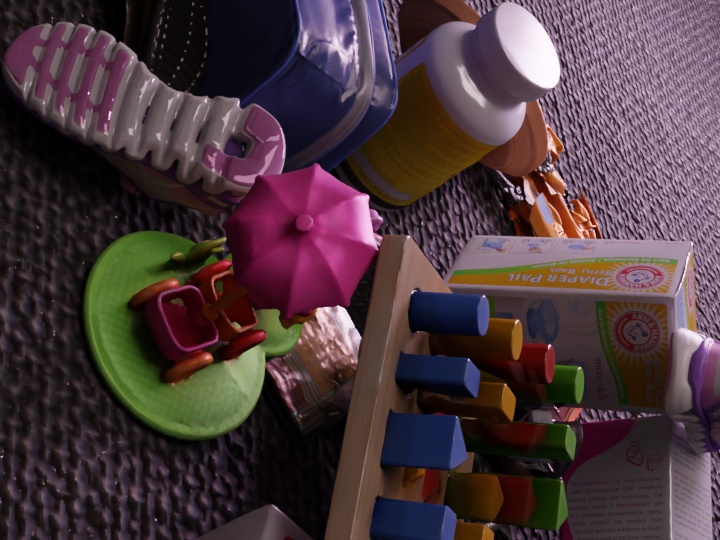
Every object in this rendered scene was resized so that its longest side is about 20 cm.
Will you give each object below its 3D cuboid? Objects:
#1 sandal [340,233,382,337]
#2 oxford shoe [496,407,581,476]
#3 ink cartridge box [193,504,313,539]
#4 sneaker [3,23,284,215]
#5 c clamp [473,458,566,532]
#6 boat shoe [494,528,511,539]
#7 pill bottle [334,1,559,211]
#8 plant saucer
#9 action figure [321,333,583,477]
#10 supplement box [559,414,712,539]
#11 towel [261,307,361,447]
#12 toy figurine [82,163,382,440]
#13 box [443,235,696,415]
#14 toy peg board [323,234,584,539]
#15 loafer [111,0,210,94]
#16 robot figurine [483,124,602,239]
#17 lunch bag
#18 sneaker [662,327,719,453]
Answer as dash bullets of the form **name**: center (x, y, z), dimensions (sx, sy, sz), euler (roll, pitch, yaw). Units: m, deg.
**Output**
- **sandal**: center (0.000, 0.000, 1.051), dimensions (0.200, 0.075, 0.045), euler (44, 5, -29)
- **oxford shoe**: center (0.162, 0.104, 1.224), dimensions (0.073, 0.071, 0.201), euler (44, 36, -15)
- **ink cartridge box**: center (-0.053, 0.262, 0.794), dimensions (0.144, 0.084, 0.201), euler (44, 34, -21)
- **sneaker**: center (-0.155, -0.094, 0.941), dimensions (0.198, 0.088, 0.081), euler (25, 61, -11)
- **c clamp**: center (0.086, 0.174, 1.030), dimensions (0.170, 0.027, 0.199), euler (32, 35, 26)
- **boat shoe**: center (0.132, 0.288, 1.037), dimensions (0.073, 0.068, 0.201), euler (-14, 76, -56)
- **pill bottle**: center (0.070, -0.141, 1.166), dimensions (0.111, 0.199, 0.113), euler (26, 49, -34)
- **plant saucer**: center (0.099, -0.171, 1.284), dimensions (0.032, 0.200, 0.201), euler (-36, 97, -13)
- **action figure**: center (0.066, 0.106, 1.020), dimensions (0.197, 0.070, 0.132), euler (6, 59, -13)
- **supplement box**: center (0.228, 0.232, 1.128), dimensions (0.103, 0.100, 0.203), euler (29, 59, -51)
- **towel**: center (-0.029, 0.037, 1.064), dimensions (0.148, 0.022, 0.199), euler (59, 33, 1)
- **toy figurine**: center (-0.052, 0.002, 0.890), dimensions (0.199, 0.183, 0.152), euler (-18, 80, -50)
- **box**: center (0.178, 0.043, 1.148), dimensions (0.101, 0.197, 0.114), euler (-52, 139, -56)
- **toy peg board**: center (0.071, 0.110, 0.861), dimensions (0.199, 0.096, 0.203), euler (49, 47, -59)
- **loafer**: center (-0.158, -0.207, 1.048), dimensions (0.073, 0.070, 0.203), euler (45, 45, -56)
- **robot figurine**: center (0.193, -0.072, 1.412), dimensions (0.144, 0.058, 0.202), euler (-9, 73, -56)
- **lunch bag**: center (-0.055, -0.179, 1.094), dimensions (0.132, 0.135, 0.202), euler (26, 44, -40)
- **sneaker**: center (0.301, 0.102, 1.081), dimensions (0.200, 0.087, 0.082), euler (33, 63, -62)
